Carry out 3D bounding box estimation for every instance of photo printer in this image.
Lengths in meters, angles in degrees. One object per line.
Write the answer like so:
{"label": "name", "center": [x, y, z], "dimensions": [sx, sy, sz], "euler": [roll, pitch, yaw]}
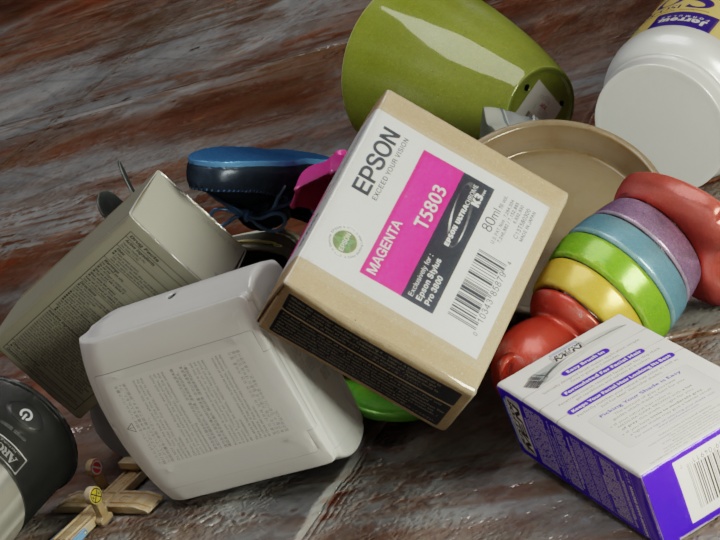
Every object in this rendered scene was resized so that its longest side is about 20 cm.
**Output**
{"label": "photo printer", "center": [-0.115, 0.090, 1.643], "dimensions": [0.199, 0.167, 0.069], "euler": [-18, 19, 34]}

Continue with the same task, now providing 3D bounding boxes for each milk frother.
{"label": "milk frother", "center": [-0.354, 0.200, 1.712], "dimensions": [0.180, 0.201, 0.188], "euler": [26, 41, 11]}

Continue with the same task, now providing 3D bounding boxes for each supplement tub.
{"label": "supplement tub", "center": [0.302, -0.169, 1.893], "dimensions": [0.145, 0.146, 0.200], "euler": [-8, 24, 35]}

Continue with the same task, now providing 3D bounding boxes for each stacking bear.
{"label": "stacking bear", "center": [0.177, 0.030, 1.583], "dimensions": [0.113, 0.122, 0.200], "euler": [33, 66, 31]}

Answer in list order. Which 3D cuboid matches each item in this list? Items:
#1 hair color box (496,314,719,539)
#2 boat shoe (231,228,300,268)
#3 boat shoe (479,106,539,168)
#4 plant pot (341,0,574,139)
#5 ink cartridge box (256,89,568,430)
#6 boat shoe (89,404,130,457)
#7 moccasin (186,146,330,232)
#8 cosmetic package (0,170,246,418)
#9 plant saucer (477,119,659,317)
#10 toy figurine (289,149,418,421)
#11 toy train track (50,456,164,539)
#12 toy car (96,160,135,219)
{"label": "hair color box", "center": [0.189, 0.104, 1.433], "dimensions": [0.109, 0.065, 0.200], "euler": [-28, 25, -14]}
{"label": "boat shoe", "center": [-0.143, 0.011, 1.792], "dimensions": [0.200, 0.073, 0.060], "euler": [-15, 7, 5]}
{"label": "boat shoe", "center": [0.148, -0.100, 1.896], "dimensions": [0.071, 0.071, 0.201], "euler": [2, 22, -3]}
{"label": "plant pot", "center": [0.114, -0.182, 2.128], "dimensions": [0.187, 0.188, 0.200], "euler": [-33, 37, -26]}
{"label": "ink cartridge box", "center": [0.041, -0.010, 1.573], "dimensions": [0.201, 0.164, 0.075], "euler": [-63, 4, -32]}
{"label": "boat shoe", "center": [-0.139, 0.113, 1.771], "dimensions": [0.199, 0.072, 0.066], "euler": [-12, 9, 39]}
{"label": "moccasin", "center": [-0.074, -0.063, 1.745], "dimensions": [0.080, 0.069, 0.200], "euler": [14, 8, 31]}
{"label": "cosmetic package", "center": [-0.197, 0.022, 1.724], "dimensions": [0.200, 0.103, 0.073], "euler": [-38, 16, 33]}
{"label": "plant saucer", "center": [0.158, -0.039, 1.753], "dimensions": [0.198, 0.030, 0.201], "euler": [-2, 54, 2]}
{"label": "toy figurine", "center": [0.000, 0.000, 1.687], "dimensions": [0.149, 0.185, 0.200], "euler": [-10, 22, -25]}
{"label": "toy train track", "center": [-0.234, 0.200, 1.703], "dimensions": [0.114, 0.033, 0.200], "euler": [-6, 27, 40]}
{"label": "toy car", "center": [-0.191, 0.008, 1.897], "dimensions": [0.157, 0.201, 0.164], "euler": [-19, 20, 9]}
